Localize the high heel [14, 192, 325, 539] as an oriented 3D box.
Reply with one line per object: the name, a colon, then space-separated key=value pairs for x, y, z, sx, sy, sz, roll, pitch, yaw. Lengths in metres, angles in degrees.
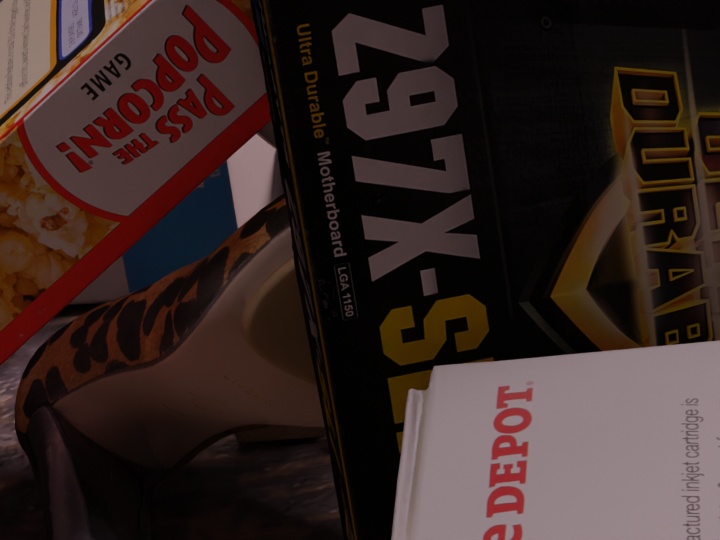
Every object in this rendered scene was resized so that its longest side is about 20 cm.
high heel: x=-0.024 y=-0.001 z=0.806 sx=0.200 sy=0.071 sz=0.143 roll=-45 pitch=24 yaw=13

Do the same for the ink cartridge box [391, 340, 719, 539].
ink cartridge box: x=0.109 y=0.082 z=0.626 sx=0.199 sy=0.085 sz=0.145 roll=-4 pitch=29 yaw=9

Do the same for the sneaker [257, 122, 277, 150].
sneaker: x=0.027 y=-0.015 z=0.870 sx=0.199 sy=0.084 sz=0.121 roll=23 pitch=31 yaw=17

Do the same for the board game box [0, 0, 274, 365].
board game box: x=-0.092 y=-0.038 z=0.791 sx=0.200 sy=0.046 sz=0.152 roll=-41 pitch=21 yaw=13

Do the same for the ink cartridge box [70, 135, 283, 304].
ink cartridge box: x=-0.131 y=-0.079 z=1.028 sx=0.199 sy=0.146 sz=0.147 roll=-4 pitch=24 yaw=11

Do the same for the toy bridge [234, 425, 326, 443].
toy bridge: x=0.000 y=0.000 z=0.947 sx=0.067 sy=0.027 sz=0.200 roll=-5 pitch=24 yaw=7

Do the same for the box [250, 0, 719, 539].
box: x=0.063 y=-0.007 z=0.714 sx=0.159 sy=0.201 sz=0.049 roll=-10 pitch=22 yaw=-4
